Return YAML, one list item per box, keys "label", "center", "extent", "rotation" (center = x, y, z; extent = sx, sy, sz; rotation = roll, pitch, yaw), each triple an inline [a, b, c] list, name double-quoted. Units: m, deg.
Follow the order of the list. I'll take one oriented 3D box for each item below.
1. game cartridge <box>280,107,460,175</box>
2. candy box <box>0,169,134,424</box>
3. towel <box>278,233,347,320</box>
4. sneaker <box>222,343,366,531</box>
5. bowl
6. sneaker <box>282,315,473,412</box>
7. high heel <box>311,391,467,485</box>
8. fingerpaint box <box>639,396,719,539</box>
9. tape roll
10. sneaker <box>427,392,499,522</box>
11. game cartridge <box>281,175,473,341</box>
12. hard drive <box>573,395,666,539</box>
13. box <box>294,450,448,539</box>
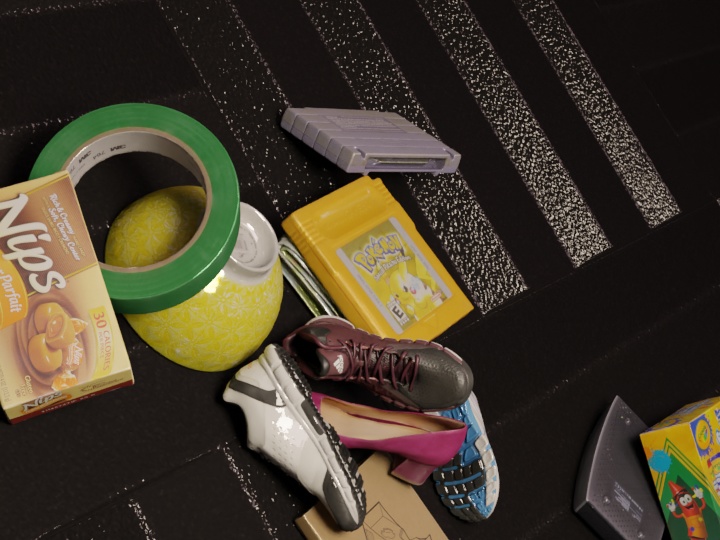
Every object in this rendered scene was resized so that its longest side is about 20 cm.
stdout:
- label: "game cartridge"
  center: [0.012, -0.155, 1.724]
  extent: [0.130, 0.038, 0.200]
  rotation: [32, 24, 37]
- label: "candy box"
  center: [-0.285, 0.021, 1.270]
  extent: [0.115, 0.055, 0.200]
  rotation: [-17, 72, -13]
- label: "towel"
  center: [0.000, 0.000, 1.634]
  extent: [0.171, 0.048, 0.200]
  rotation: [54, 38, -3]
- label: "sneaker"
  center: [-0.063, 0.175, 1.423]
  extent: [0.200, 0.080, 0.074]
  rotation: [59, 5, 6]
- label: "bowl"
  center: [-0.146, -0.011, 1.441]
  extent: [0.200, 0.108, 0.200]
  rotation: [26, 46, -31]
- label: "sneaker"
  center: [0.008, 0.103, 1.463]
  extent: [0.115, 0.200, 0.076]
  rotation: [-7, 110, -66]
- label: "high heel"
  center: [0.008, 0.148, 1.475]
  extent: [0.200, 0.096, 0.067]
  rotation: [24, 38, -17]
- label: "fingerpaint box"
  center: [0.444, 0.261, 1.835]
  extent: [0.200, 0.073, 0.167]
  rotation: [-10, 83, -60]
- label: "tape roll"
  center: [-0.214, -0.060, 1.360]
  extent: [0.200, 0.048, 0.201]
  rotation: [1, 70, -2]
- label: "sneaker"
  center: [0.115, 0.182, 1.608]
  extent: [0.087, 0.075, 0.200]
  rotation: [15, 58, -68]
- label: "game cartridge"
  center: [0.023, -0.004, 1.600]
  extent: [0.200, 0.032, 0.176]
  rotation: [55, 38, 2]
- label: "hard drive"
  center: [0.329, 0.264, 1.788]
  extent: [0.135, 0.042, 0.200]
  rotation: [45, 38, -13]
- label: "box"
  center: [0.036, 0.298, 1.473]
  extent: [0.200, 0.021, 0.163]
  rotation: [55, 37, 1]
